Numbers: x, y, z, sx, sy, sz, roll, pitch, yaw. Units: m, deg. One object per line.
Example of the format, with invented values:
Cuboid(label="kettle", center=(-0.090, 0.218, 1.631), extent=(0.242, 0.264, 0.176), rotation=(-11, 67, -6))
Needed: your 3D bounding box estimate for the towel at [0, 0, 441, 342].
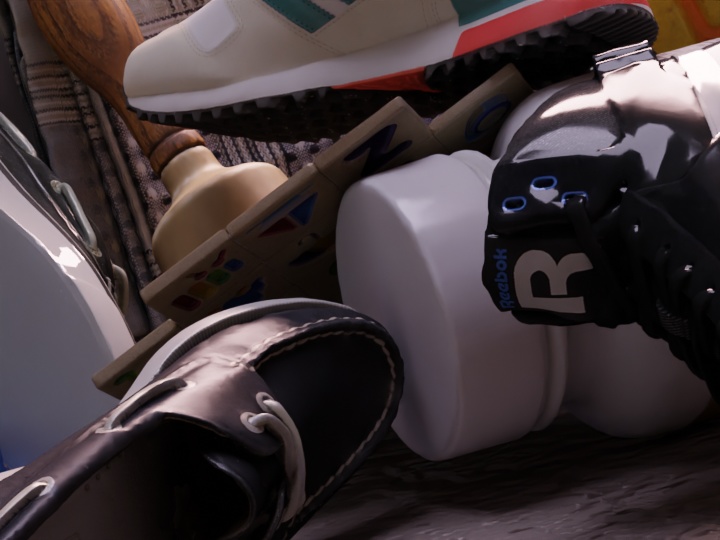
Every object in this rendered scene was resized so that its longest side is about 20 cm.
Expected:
Cuboid(label="towel", center=(-0.034, -0.050, 1.106), extent=(0.199, 0.193, 0.035), rotation=(-17, 1, -30))

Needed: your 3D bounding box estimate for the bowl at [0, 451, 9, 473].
Cuboid(label="bowl", center=(-0.207, 0.095, 0.928), extent=(0.200, 0.040, 0.201), rotation=(-13, 8, 2))

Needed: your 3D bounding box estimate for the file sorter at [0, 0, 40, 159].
Cuboid(label="file sorter", center=(-0.146, -0.083, 1.152), extent=(0.200, 0.139, 0.124), rotation=(-44, 30, -19))

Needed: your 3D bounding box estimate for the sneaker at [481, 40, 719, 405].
Cuboid(label="sneaker", center=(0.087, 0.012, 0.744), extent=(0.111, 0.073, 0.200), rotation=(-10, 35, 10))

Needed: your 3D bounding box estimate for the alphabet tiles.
Cuboid(label="alphabet tiles", center=(0.000, 0.000, 0.939), extent=(0.166, 0.006, 0.200), rotation=(-37, -20, 6))

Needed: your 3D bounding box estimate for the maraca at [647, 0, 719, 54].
Cuboid(label="maraca", center=(0.144, -0.101, 0.996), extent=(0.199, 0.138, 0.107), rotation=(0, -6, -18))

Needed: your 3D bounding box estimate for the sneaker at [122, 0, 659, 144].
Cuboid(label="sneaker", center=(0.006, -0.100, 0.927), extent=(0.199, 0.094, 0.070), rotation=(-11, -11, 36))

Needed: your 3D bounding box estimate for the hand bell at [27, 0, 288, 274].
Cuboid(label="hand bell", center=(-0.071, -0.047, 1.024), extent=(0.104, 0.200, 0.104), rotation=(-31, -20, -13))

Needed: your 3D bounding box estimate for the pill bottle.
Cuboid(label="pill bottle", center=(0.100, -0.010, 0.883), extent=(0.199, 0.115, 0.114), rotation=(-16, 9, -20))

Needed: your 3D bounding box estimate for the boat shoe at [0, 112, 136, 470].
Cuboid(label="boat shoe", center=(-0.115, 0.003, 1.005), extent=(0.064, 0.200, 0.071), rotation=(3, -47, -47))

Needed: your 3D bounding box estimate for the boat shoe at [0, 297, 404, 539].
Cuboid(label="boat shoe", center=(-0.051, 0.062, 0.783), extent=(0.200, 0.074, 0.060), rotation=(-24, 13, -40))
